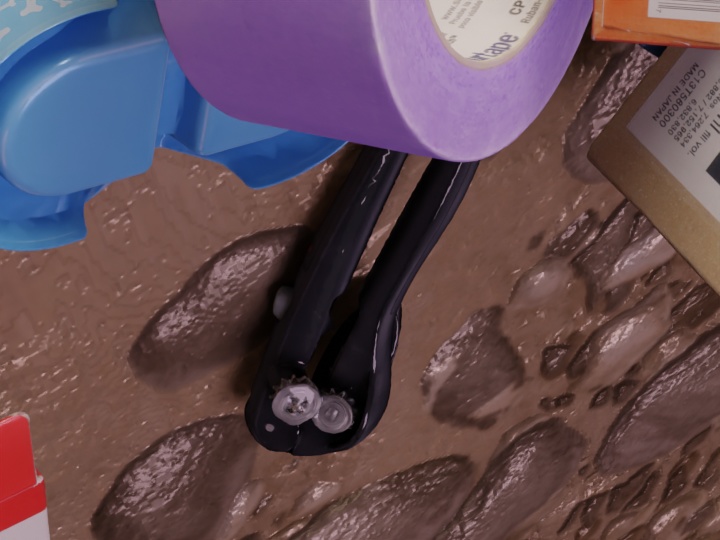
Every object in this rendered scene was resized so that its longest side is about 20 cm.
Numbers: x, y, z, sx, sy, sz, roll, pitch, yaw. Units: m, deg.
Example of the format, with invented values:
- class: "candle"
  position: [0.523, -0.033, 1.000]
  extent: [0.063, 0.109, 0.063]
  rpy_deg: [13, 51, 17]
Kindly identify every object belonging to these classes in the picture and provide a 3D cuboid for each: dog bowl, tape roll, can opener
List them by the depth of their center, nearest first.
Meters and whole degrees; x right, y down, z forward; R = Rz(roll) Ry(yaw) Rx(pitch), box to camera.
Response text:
- class: "tape roll"
  position: [0.014, -0.141, 0.900]
  extent: [0.200, 0.085, 0.200]
  rpy_deg: [-37, 133, -54]
- class: "dog bowl"
  position: [-0.076, -0.077, 1.001]
  extent: [0.200, 0.050, 0.112]
  rpy_deg: [-18, 140, -30]
- class: "can opener"
  position: [0.000, 0.000, 1.165]
  extent: [0.063, 0.079, 0.200]
  rpy_deg: [17, 122, -6]

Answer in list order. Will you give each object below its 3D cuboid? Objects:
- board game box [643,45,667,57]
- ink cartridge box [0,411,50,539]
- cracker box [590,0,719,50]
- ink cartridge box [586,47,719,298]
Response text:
- class: "board game box"
  position: [0.203, -0.132, 1.194]
  extent: [0.134, 0.045, 0.200]
  rpy_deg: [-49, 145, 13]
- class: "ink cartridge box"
  position: [-0.192, 0.123, 1.099]
  extent: [0.116, 0.067, 0.200]
  rpy_deg: [-24, 143, -23]
- class: "cracker box"
  position: [0.126, -0.163, 0.956]
  extent: [0.200, 0.058, 0.134]
  rpy_deg: [-53, 147, -70]
- class: "ink cartridge box"
  position: [0.213, -0.067, 1.077]
  extent: [0.075, 0.165, 0.200]
  rpy_deg: [14, 119, -50]
